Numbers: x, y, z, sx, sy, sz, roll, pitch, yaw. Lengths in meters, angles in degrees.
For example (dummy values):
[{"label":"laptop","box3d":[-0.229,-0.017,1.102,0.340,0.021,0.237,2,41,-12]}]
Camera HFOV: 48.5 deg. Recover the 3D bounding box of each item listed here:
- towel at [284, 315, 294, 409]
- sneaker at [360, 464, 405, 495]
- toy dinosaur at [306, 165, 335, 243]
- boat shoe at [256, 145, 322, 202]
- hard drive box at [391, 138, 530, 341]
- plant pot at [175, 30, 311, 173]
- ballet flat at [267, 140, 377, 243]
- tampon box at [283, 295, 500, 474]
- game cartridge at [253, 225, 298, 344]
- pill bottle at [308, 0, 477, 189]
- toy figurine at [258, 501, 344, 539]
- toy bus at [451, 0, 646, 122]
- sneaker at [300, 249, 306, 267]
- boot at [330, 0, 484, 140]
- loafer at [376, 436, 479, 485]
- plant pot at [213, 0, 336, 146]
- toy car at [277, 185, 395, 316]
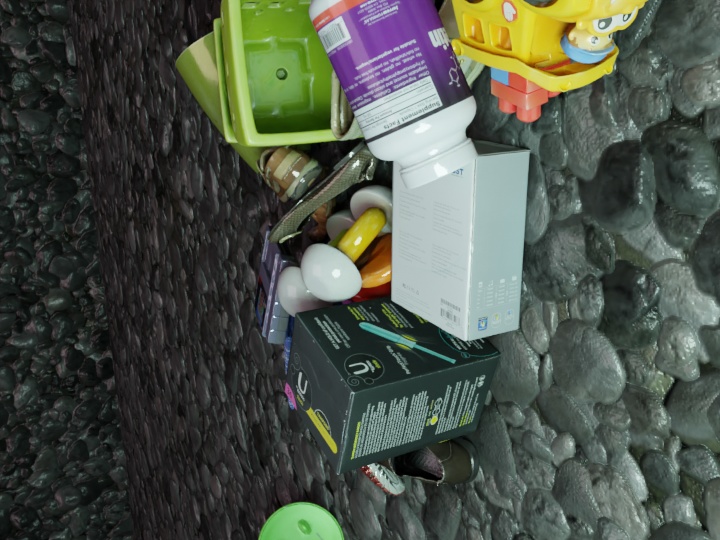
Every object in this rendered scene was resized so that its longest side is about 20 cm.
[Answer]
[{"label":"towel","box3d":[-0.108,0.107,1.264,0.200,0.024,0.145,93,174,-50]},{"label":"sneaker","box3d":[0.019,0.229,1.140,0.201,0.082,0.078,65,165,-7]},{"label":"toy dinosaur","box3d":[-0.054,-0.103,1.192,0.200,0.060,0.106,110,137,-72]},{"label":"boat shoe","box3d":[-0.105,-0.146,1.121,0.074,0.076,0.200,38,174,-12]},{"label":"hard drive box","box3d":[0.106,-0.044,0.896,0.156,0.077,0.201,28,123,55]},{"label":"plant pot","box3d":[-0.158,-0.259,1.231,0.187,0.187,0.201,-20,94,61]},{"label":"ballet flat","box3d":[-0.050,-0.093,1.061,0.046,0.067,0.200,45,115,-9]},{"label":"tampon box","box3d":[0.033,0.124,0.951,0.150,0.199,0.127,49,138,45]},{"label":"game cartridge","box3d":[-0.131,0.018,1.201,0.200,0.038,0.130,-126,50,-69]},{"label":"pill bottle","box3d":[0.038,-0.185,0.761,0.112,0.112,0.200,-8,110,61]},{"label":"toy figurine","box3d":[-0.099,0.517,1.425,0.200,0.150,0.184,48,158,8]},{"label":"toy bus","box3d":[0.165,-0.220,0.697,0.200,0.135,0.193,38,144,50]},{"label":"sneaker","box3d":[-0.065,0.055,1.260,0.092,0.075,0.201,-102,14,-56]},{"label":"boot","box3d":[0.053,-0.226,0.854,0.072,0.154,0.200,59,146,32]},{"label":"loafer","box3d":[0.053,0.225,1.022,0.200,0.071,0.073,5,94,40]},{"label":"plant pot","box3d":[-0.094,-0.268,1.077,0.181,0.199,0.200,-168,71,-67]},{"label":"toy car","box3d":[0.000,0.000,1.050,0.150,0.175,0.200,42,149,-7]}]
